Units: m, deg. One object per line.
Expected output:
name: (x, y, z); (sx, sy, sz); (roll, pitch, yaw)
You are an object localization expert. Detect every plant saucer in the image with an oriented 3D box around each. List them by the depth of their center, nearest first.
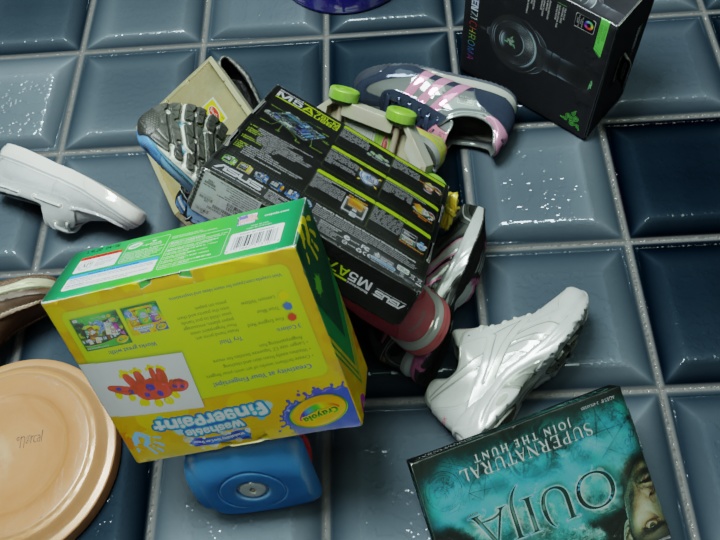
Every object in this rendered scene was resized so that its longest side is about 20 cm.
plant saucer: (-0.330, 0.178, 0.739); (0.196, 0.033, 0.204); (-1, 60, 2)

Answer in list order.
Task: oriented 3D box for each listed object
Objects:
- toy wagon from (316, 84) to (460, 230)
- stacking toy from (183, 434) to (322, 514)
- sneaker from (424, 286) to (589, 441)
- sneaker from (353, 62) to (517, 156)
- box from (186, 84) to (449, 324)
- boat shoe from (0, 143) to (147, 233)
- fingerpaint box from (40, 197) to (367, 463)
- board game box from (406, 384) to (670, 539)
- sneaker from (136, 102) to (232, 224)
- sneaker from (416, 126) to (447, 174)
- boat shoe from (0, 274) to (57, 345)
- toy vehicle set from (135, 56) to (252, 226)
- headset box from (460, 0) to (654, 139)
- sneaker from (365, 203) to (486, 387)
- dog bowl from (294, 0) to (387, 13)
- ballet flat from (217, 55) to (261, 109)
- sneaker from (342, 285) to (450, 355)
toy wagon: (0.016, -0.096, 0.811); (0.197, 0.158, 0.039); (24, 24, 20)
stacking toy: (-0.098, 0.115, 0.729); (0.108, 0.117, 0.202); (-8, 48, 5)
sneaker: (0.138, 0.074, 0.742); (0.200, 0.078, 0.099); (-42, 62, -19)
sneaker: (0.080, -0.184, 0.896); (0.196, 0.071, 0.083); (10, 57, 11)
box: (-0.025, -0.066, 0.676); (0.198, 0.048, 0.194); (29, 32, -5)
boat shoe: (-0.334, -0.079, 0.871); (0.197, 0.072, 0.069); (24, 85, 9)
fingerpaint box: (-0.110, 0.052, 0.599); (0.196, 0.169, 0.074); (-12, 31, 13)
board game box: (0.153, 0.196, 0.665); (0.197, 0.028, 0.138); (-19, 86, -6)
sneaker: (-0.144, -0.072, 0.715); (0.088, 0.200, 0.080); (-15, 57, 20)
sneaker: (0.010, -0.139, 0.883); (0.197, 0.080, 0.090); (18, 28, 25)
boat shoe: (-0.393, 0.073, 0.788); (0.199, 0.075, 0.076); (-22, 73, -1)
toy vehicle set: (-0.173, -0.146, 0.844); (0.124, 0.027, 0.201); (-41, 44, 5)
headset box: (0.222, -0.272, 0.877); (0.199, 0.175, 0.093); (36, 67, 20)
sneaker: (0.066, 0.010, 0.783); (0.085, 0.081, 0.202); (19, 60, 19)
dog bowl: (-0.024, -0.447, 1.050); (0.196, 0.079, 0.203); (-2, 59, 3)
ballet flat: (-0.132, -0.169, 0.910); (0.066, 0.057, 0.202); (-26, 62, -10)
sneaker: (0.000, 0.000, 0.732); (0.199, 0.087, 0.074); (35, 90, 43)
